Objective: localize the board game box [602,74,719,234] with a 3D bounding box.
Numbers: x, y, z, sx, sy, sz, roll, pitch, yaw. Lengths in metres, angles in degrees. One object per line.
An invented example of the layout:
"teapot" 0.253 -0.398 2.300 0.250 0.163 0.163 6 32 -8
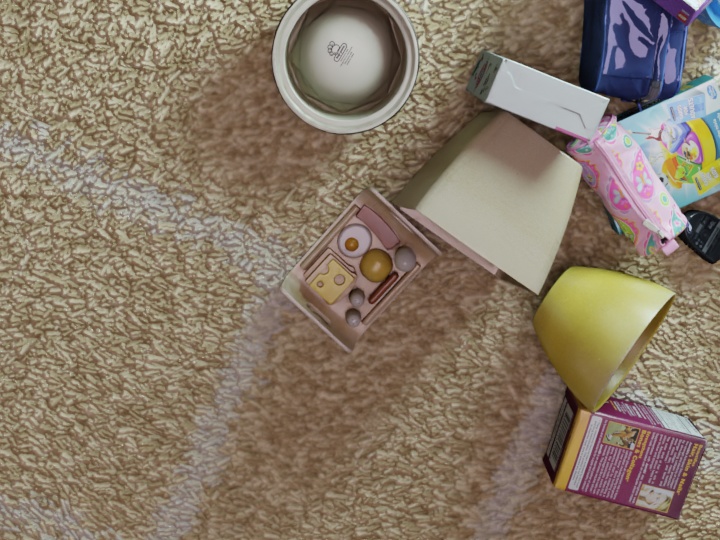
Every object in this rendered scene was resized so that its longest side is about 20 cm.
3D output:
"board game box" 0.423 -0.161 1.657 0.198 0.047 0.152 -24 104 4

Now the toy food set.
"toy food set" 0.000 0.000 1.679 0.143 0.060 0.200 41 99 -11

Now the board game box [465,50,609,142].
"board game box" 0.227 -0.231 1.553 0.146 0.200 0.065 21 102 -6

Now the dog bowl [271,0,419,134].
"dog bowl" -0.020 -0.289 1.597 0.197 0.074 0.203 0 105 -1

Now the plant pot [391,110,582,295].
"plant pot" 0.183 -0.105 1.598 0.199 0.200 0.178 33 91 -10

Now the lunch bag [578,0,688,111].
"lunch bag" 0.370 -0.314 1.569 0.130 0.136 0.203 2 104 -2

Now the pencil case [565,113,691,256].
"pencil case" 0.363 -0.113 1.601 0.087 0.088 0.201 -35 102 7

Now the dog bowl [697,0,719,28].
"dog bowl" 0.510 -0.400 1.565 0.200 0.049 0.112 -42 113 -13

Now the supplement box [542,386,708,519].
"supplement box" 0.386 0.266 1.739 0.197 0.103 0.132 16 104 -5

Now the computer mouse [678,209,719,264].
"computer mouse" 0.531 -0.021 1.710 0.199 0.034 0.059 38 84 -16

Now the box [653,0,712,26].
"box" 0.379 -0.417 1.489 0.200 0.039 0.137 42 71 12

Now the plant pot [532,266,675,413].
"plant pot" 0.326 0.076 1.659 0.141 0.200 0.201 35 102 18
